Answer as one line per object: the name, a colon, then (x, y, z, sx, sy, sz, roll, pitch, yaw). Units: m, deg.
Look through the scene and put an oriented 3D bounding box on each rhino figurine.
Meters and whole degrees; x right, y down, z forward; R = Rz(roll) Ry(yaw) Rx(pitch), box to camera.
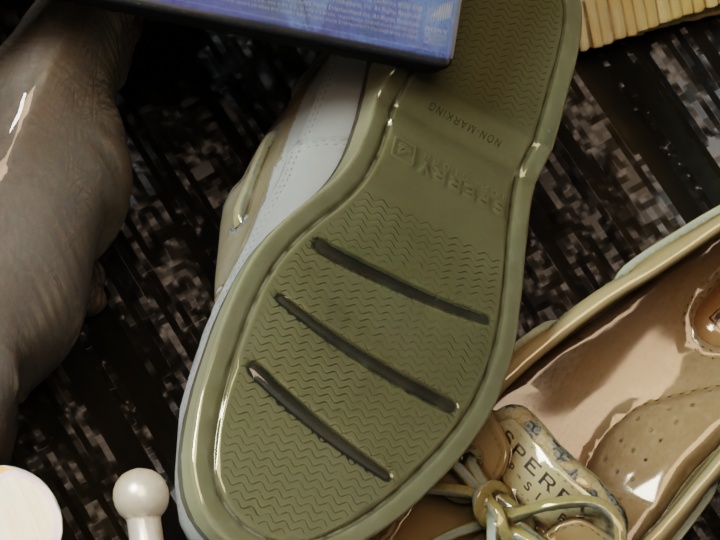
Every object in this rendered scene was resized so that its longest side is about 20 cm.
rhino figurine: (-0.089, -0.019, 0.781, 0.060, 0.087, 0.200, 19, 66, 4)

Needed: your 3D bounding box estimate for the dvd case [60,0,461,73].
dvd case: (-0.031, -0.160, 0.748, 0.142, 0.018, 0.200, 10, 86, -13)

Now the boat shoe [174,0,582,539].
boat shoe: (0.000, 0.000, 0.778, 0.075, 0.068, 0.200, 35, 56, -13)

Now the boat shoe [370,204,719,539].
boat shoe: (0.062, 0.040, 0.778, 0.073, 0.063, 0.200, 41, 71, 13)

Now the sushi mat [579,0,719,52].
sushi mat: (0.088, -0.168, 0.839, 0.095, 0.012, 0.200, -13, 102, -10)

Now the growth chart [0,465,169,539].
growth chart: (-0.127, 0.128, 0.702, 0.200, 0.018, 0.145, -15, 80, -8)
